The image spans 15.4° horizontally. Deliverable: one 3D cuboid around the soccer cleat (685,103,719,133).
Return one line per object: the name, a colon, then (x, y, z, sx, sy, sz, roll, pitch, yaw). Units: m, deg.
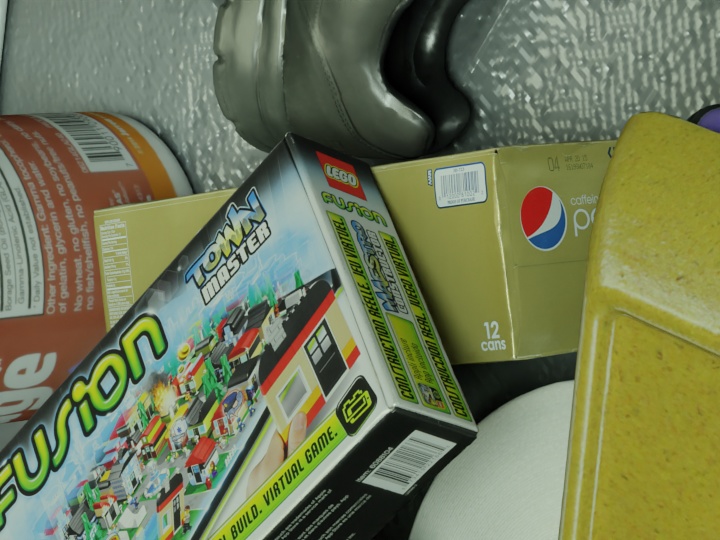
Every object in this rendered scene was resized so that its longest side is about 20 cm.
soccer cleat: (0.146, 0.039, 0.699, 0.073, 0.068, 0.201, -33, 74, 44)

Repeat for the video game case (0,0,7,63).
video game case: (-0.216, -0.093, 1.121, 0.200, 0.024, 0.183, 24, 113, 43)

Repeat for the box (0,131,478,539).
box: (-0.055, 0.066, 0.798, 0.200, 0.035, 0.110, -47, 44, 26)

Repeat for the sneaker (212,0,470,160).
sneaker: (0.009, -0.130, 0.839, 0.091, 0.076, 0.201, 15, 113, 36)

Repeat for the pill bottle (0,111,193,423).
pill bottle: (-0.162, 0.003, 0.938, 0.112, 0.200, 0.113, 8, 100, 48)

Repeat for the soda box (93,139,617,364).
soda box: (0.000, 0.000, 0.855, 0.200, 0.068, 0.064, -5, 91, 48)

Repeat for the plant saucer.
plant saucer: (0.117, 0.083, 0.660, 0.200, 0.048, 0.201, 25, 120, 41)

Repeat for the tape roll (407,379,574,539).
tape roll: (0.089, 0.130, 0.795, 0.202, 0.037, 0.204, 8, 100, 48)

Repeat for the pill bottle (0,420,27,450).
pill bottle: (-0.151, 0.151, 1.010, 0.112, 0.112, 0.201, 33, 118, 41)
